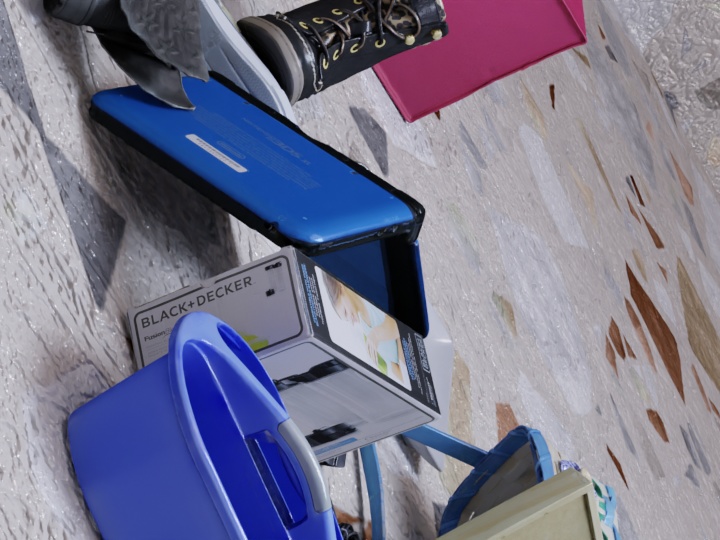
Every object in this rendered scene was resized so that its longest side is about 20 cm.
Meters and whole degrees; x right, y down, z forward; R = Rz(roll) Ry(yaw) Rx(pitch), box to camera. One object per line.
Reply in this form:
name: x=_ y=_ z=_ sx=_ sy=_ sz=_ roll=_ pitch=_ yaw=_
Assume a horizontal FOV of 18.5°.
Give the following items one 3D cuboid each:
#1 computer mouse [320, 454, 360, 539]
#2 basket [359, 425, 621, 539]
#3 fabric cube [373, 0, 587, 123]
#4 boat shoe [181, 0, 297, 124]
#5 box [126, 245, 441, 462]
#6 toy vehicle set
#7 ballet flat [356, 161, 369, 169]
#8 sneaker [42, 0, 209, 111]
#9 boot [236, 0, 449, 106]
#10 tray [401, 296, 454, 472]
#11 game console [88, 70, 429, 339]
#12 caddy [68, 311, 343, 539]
computer mouse: x=-0.016 y=0.136 z=1.470 sx=0.059 sy=0.034 sz=0.201 roll=38 pitch=32 yaw=-59
basket: x=0.091 y=0.189 z=1.577 sx=0.199 sy=0.139 sz=0.177 roll=18 pitch=38 yaw=-21
fabric cube: x=0.088 y=-0.300 z=2.095 sx=0.197 sy=0.199 sz=0.200 roll=58 pitch=19 yaw=-28
boat shoe: x=-0.094 y=-0.139 z=1.543 sx=0.201 sy=0.072 sz=0.062 roll=62 pitch=19 yaw=-3
box: x=-0.043 y=0.059 z=1.352 sx=0.200 sy=0.116 sz=0.060 roll=38 pitch=36 yaw=-60
toy vehicle set: x=0.114 y=0.245 z=1.482 sx=0.026 sy=0.124 sz=0.201 roll=33 pitch=-39 yaw=54
ballet flat: x=0.000 y=0.000 z=1.638 sx=0.068 sy=0.068 sz=0.201 roll=11 pitch=49 yaw=-34
sneaker: x=-0.147 y=-0.197 z=1.407 sx=0.104 sy=0.060 sz=0.200 roll=17 pitch=46 yaw=-23
boot: x=-0.011 y=-0.174 z=1.616 sx=0.200 sy=0.150 sz=0.073 roll=163 pitch=-97 yaw=-84
tray: x=0.038 y=0.070 z=1.747 sx=0.108 sy=0.022 sz=0.200 roll=58 pitch=18 yaw=-22
game console: x=-0.063 y=-0.032 z=1.407 sx=0.200 sy=0.119 sz=0.170 roll=33 pitch=30 yaw=31
caddy: x=-0.069 y=0.122 z=1.197 sx=0.201 sy=0.105 sz=0.141 roll=65 pitch=18 yaw=-3
